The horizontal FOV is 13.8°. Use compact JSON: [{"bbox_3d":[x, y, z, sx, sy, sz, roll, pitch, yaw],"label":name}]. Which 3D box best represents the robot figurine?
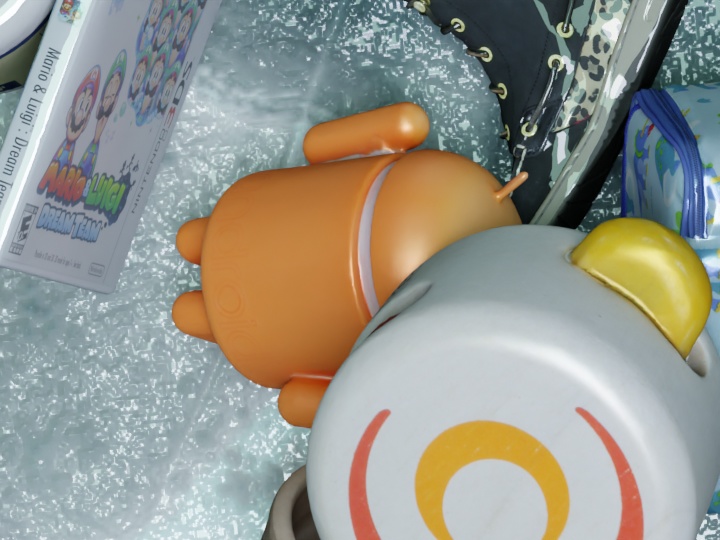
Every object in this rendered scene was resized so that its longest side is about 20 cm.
[{"bbox_3d":[0.000,0.002,1.510,0.199,0.144,0.117,-7,126,33],"label":"robot figurine"}]

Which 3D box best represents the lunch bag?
[{"bbox_3d":[0.176,0.013,1.486,0.082,0.161,0.201,-3,111,-4],"label":"lunch bag"}]

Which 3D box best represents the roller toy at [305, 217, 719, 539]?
[{"bbox_3d":[0.076,0.076,1.382,0.181,0.140,0.201,-1,112,17],"label":"roller toy"}]

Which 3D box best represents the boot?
[{"bbox_3d":[0.070,-0.108,1.558,0.153,0.073,0.204,28,97,12],"label":"boot"}]

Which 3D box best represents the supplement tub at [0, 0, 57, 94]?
[{"bbox_3d":[-0.202,-0.164,1.501,0.144,0.200,0.146,0,88,2],"label":"supplement tub"}]

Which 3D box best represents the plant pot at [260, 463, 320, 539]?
[{"bbox_3d":[0.026,0.214,1.494,0.199,0.200,0.175,21,115,3],"label":"plant pot"}]

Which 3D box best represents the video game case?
[{"bbox_3d":[-0.128,-0.082,1.496,0.024,0.200,0.183,21,90,12],"label":"video game case"}]
